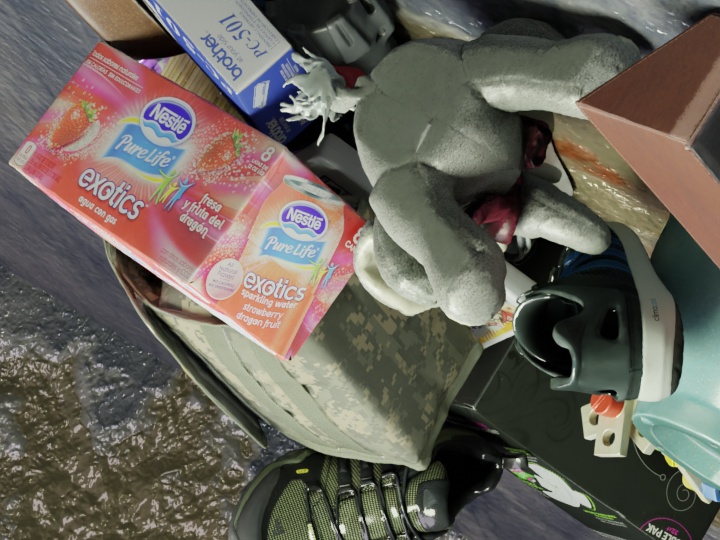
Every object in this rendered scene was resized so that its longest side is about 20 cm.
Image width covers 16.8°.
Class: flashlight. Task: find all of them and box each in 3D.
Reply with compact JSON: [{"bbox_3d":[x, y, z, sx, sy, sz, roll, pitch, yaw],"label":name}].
[{"bbox_3d":[0.000,-0.111,1.446,0.068,0.068,0.200,28,169,31],"label":"flashlight"}]

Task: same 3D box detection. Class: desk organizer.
[{"bbox_3d":[0.193,-0.048,1.188,0.077,0.072,0.200,25,168,43],"label":"desk organizer"}]

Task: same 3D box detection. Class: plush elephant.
[{"bbox_3d":[0.066,-0.050,1.310,0.199,0.165,0.155,24,175,38],"label":"plush elephant"}]

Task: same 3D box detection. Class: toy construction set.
[{"bbox_3d":[0.197,0.073,1.524,0.092,0.132,0.200,22,-178,36],"label":"toy construction set"}]

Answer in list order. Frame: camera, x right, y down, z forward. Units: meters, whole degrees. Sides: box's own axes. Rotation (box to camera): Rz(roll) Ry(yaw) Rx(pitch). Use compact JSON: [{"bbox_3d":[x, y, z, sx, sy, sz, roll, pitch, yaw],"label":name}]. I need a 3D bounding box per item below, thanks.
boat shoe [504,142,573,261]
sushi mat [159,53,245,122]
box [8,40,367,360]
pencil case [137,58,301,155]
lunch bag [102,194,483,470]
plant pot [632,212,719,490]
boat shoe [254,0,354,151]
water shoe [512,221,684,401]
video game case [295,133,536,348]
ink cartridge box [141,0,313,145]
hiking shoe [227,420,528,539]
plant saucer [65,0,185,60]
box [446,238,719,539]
[{"bbox_3d":[0.072,-0.063,1.464,0.071,0.068,0.200,26,169,25],"label":"boat shoe"},{"bbox_3d":[-0.085,-0.114,1.521,0.096,0.012,0.200,60,158,7],"label":"sushi mat"},{"bbox_3d":[-0.098,-0.042,1.409,0.200,0.095,0.103,31,173,46],"label":"box"},{"bbox_3d":[-0.075,-0.081,1.664,0.200,0.084,0.085,40,-178,30],"label":"pencil case"},{"bbox_3d":[-0.055,0.033,1.517,0.199,0.118,0.164,7,149,40],"label":"lunch bag"},{"bbox_3d":[0.236,0.058,1.377,0.200,0.135,0.200,30,169,6],"label":"plant pot"},{"bbox_3d":[-0.026,-0.103,1.554,0.200,0.069,0.084,35,169,-16],"label":"boat shoe"},{"bbox_3d":[0.120,0.017,1.345,0.078,0.072,0.200,1,-167,-8],"label":"water shoe"},{"bbox_3d":[0.000,0.000,1.560,0.182,0.023,0.200,36,149,-17],"label":"video game case"},{"bbox_3d":[-0.104,-0.164,1.391,0.200,0.044,0.094,49,177,21],"label":"ink cartridge box"},{"bbox_3d":[0.009,0.142,1.543,0.100,0.199,0.076,-2,109,55],"label":"hiking shoe"},{"bbox_3d":[-0.184,-0.198,1.484,0.200,0.034,0.200,49,-177,-3],"label":"plant saucer"},{"bbox_3d":[0.158,0.079,1.651,0.200,0.149,0.124,36,169,-22],"label":"box"}]
